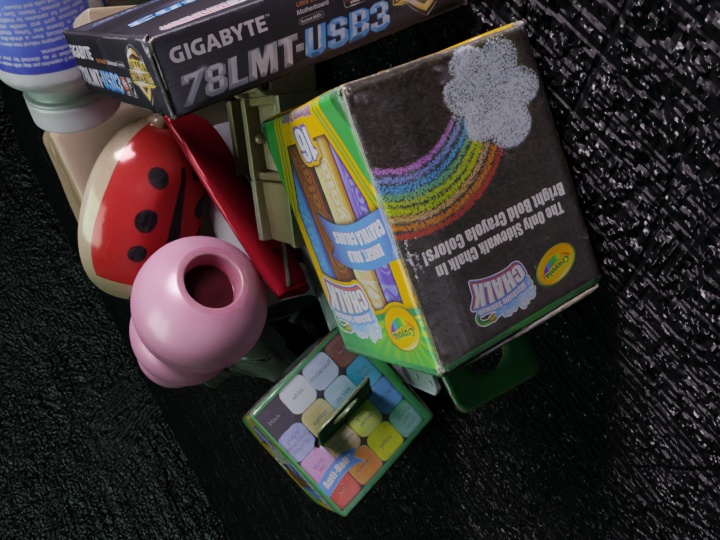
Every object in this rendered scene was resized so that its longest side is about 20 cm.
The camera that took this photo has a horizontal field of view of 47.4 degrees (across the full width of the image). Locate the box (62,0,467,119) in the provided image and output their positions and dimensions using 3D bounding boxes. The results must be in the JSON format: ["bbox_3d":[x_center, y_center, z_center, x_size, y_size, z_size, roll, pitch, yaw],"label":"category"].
[{"bbox_3d":[-0.069,-0.161,0.519,0.198,0.198,0.050,27,140,56],"label":"box"}]

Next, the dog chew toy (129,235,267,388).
[{"bbox_3d":[-0.165,0.053,0.784,0.125,0.124,0.200,59,145,13],"label":"dog chew toy"}]

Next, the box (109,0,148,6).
[{"bbox_3d":[-0.197,-0.311,0.743,0.199,0.123,0.099,1,116,65],"label":"box"}]

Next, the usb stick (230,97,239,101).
[{"bbox_3d":[-0.165,-0.240,0.856,0.201,0.032,0.056,52,175,29],"label":"usb stick"}]

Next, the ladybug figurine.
[{"bbox_3d":[-0.206,-0.054,0.805,0.072,0.135,0.202,31,124,26],"label":"ladybug figurine"}]

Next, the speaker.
[{"bbox_3d":[-0.114,-0.048,0.849,0.081,0.080,0.202,130,122,-65],"label":"speaker"}]

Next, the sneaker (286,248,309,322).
[{"bbox_3d":[-0.116,0.027,0.945,0.071,0.098,0.201,59,154,18],"label":"sneaker"}]

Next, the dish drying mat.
[{"bbox_3d":[-0.114,-0.063,0.774,0.201,0.018,0.077,58,-161,7],"label":"dish drying mat"}]

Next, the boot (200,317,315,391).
[{"bbox_3d":[-0.122,0.108,0.947,0.201,0.129,0.068,55,-159,-33],"label":"boot"}]

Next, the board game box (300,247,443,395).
[{"bbox_3d":[0.000,0.000,0.758,0.199,0.026,0.202,13,125,62],"label":"board game box"}]

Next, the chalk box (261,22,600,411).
[{"bbox_3d":[0.047,-0.020,0.489,0.124,0.124,0.202,5,117,64],"label":"chalk box"}]

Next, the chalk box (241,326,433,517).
[{"bbox_3d":[-0.023,0.138,0.764,0.124,0.125,0.200,47,165,-1],"label":"chalk box"}]

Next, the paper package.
[{"bbox_3d":[-0.230,-0.105,0.927,0.103,0.198,0.193,19,131,60],"label":"paper package"}]

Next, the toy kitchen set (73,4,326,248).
[{"bbox_3d":[-0.139,-0.119,0.710,0.163,0.178,0.203,17,116,62],"label":"toy kitchen set"}]

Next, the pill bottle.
[{"bbox_3d":[-0.266,-0.221,0.682,0.112,0.111,0.202,45,152,39],"label":"pill bottle"}]
